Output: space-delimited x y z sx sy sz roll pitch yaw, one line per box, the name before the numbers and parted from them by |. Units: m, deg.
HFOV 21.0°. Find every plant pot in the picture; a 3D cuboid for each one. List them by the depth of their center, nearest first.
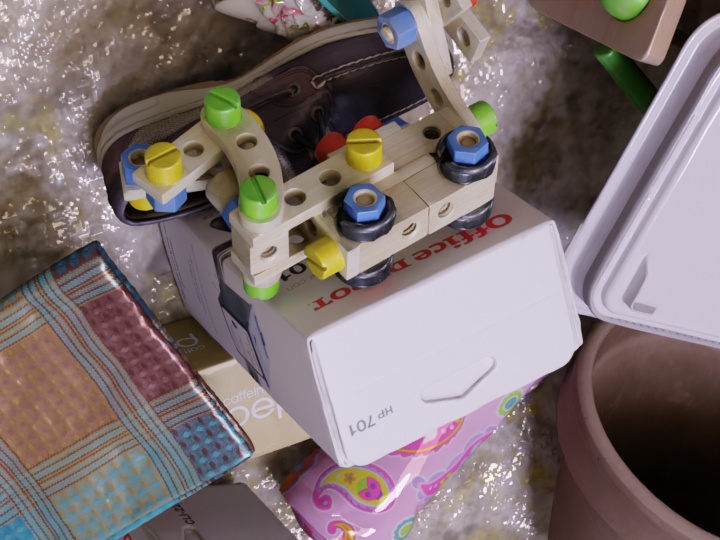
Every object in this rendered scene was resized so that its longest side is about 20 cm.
plant pot | 0.200 0.139 1.204 0.200 0.201 0.175 -9 145 -25

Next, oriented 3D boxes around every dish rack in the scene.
dish rack | 0.219 -0.038 1.090 0.171 0.044 0.200 13 116 -31

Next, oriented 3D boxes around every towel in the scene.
towel | -0.174 0.090 1.009 0.200 0.022 0.147 -31 109 16

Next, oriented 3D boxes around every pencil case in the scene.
pencil case | 0.042 0.089 1.156 0.200 0.087 0.087 -47 125 -6

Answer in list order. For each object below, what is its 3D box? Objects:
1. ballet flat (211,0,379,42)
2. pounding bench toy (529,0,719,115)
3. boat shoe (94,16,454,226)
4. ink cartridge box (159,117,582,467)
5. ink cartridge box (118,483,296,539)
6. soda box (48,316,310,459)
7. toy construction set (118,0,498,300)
ballet flat | -0.066 -0.171 1.004 0.064 0.076 0.200 -28 129 22
pounding bench toy | 0.182 -0.146 1.108 0.156 0.124 0.201 10 106 -32
boat shoe | -0.042 -0.072 1.012 0.199 0.065 0.072 -17 142 5
ink cartridge box | 0.000 0.000 1.024 0.146 0.200 0.086 -25 121 -18
ink cartridge box | -0.084 0.242 1.107 0.083 0.144 0.201 -4 113 -29
soda box | -0.086 0.068 1.090 0.199 0.064 0.068 -17 118 -21
toy construction set | -0.009 -0.063 0.940 0.200 0.131 0.092 -38 149 -11
